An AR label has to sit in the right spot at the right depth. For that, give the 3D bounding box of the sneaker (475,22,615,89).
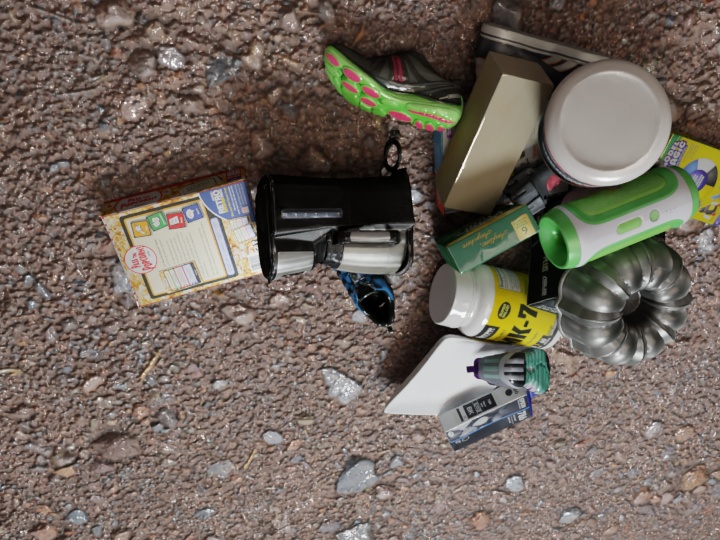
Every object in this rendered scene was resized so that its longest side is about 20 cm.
[{"bbox_3d":[0.248,-0.275,0.999,0.197,0.079,0.080,11,113,-7],"label":"sneaker"}]

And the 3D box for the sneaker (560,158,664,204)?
[{"bbox_3d":[0.359,-0.114,1.045,0.078,0.099,0.200,48,60,3],"label":"sneaker"}]

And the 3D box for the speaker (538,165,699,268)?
[{"bbox_3d":[0.336,-0.071,0.961,0.198,0.089,0.089,-21,123,-12],"label":"speaker"}]

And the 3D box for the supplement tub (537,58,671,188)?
[{"bbox_3d":[0.293,-0.174,0.911,0.138,0.200,0.142,1,95,11],"label":"supplement tub"}]

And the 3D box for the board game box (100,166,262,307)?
[{"bbox_3d":[-0.238,-0.045,1.031,0.198,0.046,0.153,-15,122,-5],"label":"board game box"}]

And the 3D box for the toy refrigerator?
[{"bbox_3d":[0.171,-0.179,0.977,0.075,0.070,0.201,7,129,-17],"label":"toy refrigerator"}]

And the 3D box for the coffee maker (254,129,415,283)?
[{"bbox_3d":[-0.040,-0.083,0.996,0.197,0.194,0.135,-1,155,-19],"label":"coffee maker"}]

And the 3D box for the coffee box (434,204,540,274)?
[{"bbox_3d":[0.173,-0.049,1.043,0.122,0.200,0.044,-28,94,4],"label":"coffee box"}]

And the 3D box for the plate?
[{"bbox_3d":[0.159,0.172,1.232,0.198,0.033,0.200,9,131,-34],"label":"plate"}]

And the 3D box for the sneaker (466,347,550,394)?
[{"bbox_3d":[0.247,0.159,1.205,0.087,0.075,0.199,-2,167,32],"label":"sneaker"}]

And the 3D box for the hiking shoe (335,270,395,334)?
[{"bbox_3d":[0.000,0.000,1.092,0.074,0.087,0.200,-34,122,8],"label":"hiking shoe"}]

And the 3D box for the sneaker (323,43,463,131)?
[{"bbox_3d":[0.044,-0.252,0.974,0.198,0.077,0.085,20,71,-12],"label":"sneaker"}]

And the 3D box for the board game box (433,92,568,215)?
[{"bbox_3d":[0.206,-0.173,1.068,0.197,0.040,0.155,-10,122,-8],"label":"board game box"}]

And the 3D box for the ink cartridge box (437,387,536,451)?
[{"bbox_3d":[0.241,0.250,1.310,0.198,0.039,0.100,-27,142,2],"label":"ink cartridge box"}]

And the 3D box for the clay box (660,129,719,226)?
[{"bbox_3d":[0.503,-0.150,1.151,0.198,0.048,0.116,12,116,-21],"label":"clay box"}]

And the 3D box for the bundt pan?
[{"bbox_3d":[0.377,0.044,1.024,0.199,0.076,0.204,-6,110,-16],"label":"bundt pan"}]

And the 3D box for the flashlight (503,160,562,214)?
[{"bbox_3d":[0.302,-0.147,1.046,0.199,0.068,0.068,-37,146,10],"label":"flashlight"}]

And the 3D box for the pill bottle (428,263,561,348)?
[{"bbox_3d":[0.216,0.054,1.162,0.198,0.115,0.115,11,117,-19],"label":"pill bottle"}]

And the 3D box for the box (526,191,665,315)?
[{"bbox_3d":[0.363,-0.007,1.129,0.198,0.086,0.166,17,72,-22],"label":"box"}]
